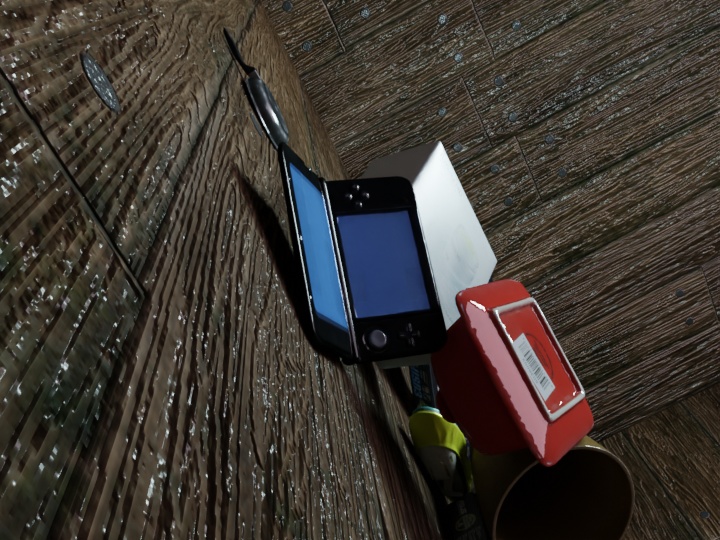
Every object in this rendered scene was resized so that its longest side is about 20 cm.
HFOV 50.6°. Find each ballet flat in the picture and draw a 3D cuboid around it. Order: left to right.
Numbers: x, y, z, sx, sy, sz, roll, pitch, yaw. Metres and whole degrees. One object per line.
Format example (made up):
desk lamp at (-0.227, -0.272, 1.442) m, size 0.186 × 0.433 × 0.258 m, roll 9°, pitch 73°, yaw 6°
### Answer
ballet flat at (0.113, 0.255, 1.015) m, size 0.201 × 0.065 × 0.068 m, roll 61°, pitch 27°, yaw -47°

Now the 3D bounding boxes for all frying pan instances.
frying pan at (-0.145, -0.257, 1.111) m, size 0.115 × 0.030 × 0.193 m, roll 58°, pitch 10°, yaw -62°

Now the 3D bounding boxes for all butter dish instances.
butter dish at (0.150, 0.129, 0.872) m, size 0.198 × 0.147 × 0.203 m, roll -7°, pitch 67°, yaw -58°

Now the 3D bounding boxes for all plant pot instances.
plant pot at (0.217, 0.259, 0.980) m, size 0.189 × 0.184 × 0.200 m, roll 61°, pitch -3°, yaw -22°

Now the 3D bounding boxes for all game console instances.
game console at (0.006, -0.019, 0.763) m, size 0.117 × 0.172 × 0.204 m, roll 127°, pitch -45°, yaw -65°

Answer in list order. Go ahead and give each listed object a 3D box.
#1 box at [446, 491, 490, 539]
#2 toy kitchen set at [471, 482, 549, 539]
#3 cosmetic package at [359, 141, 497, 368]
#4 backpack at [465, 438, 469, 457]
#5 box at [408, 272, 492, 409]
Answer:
box at (0.171, 0.396, 0.944) m, size 0.163 × 0.049 × 0.200 m, roll 59°, pitch 5°, yaw -10°
toy kitchen set at (0.244, 0.403, 1.114) m, size 0.164 × 0.179 × 0.201 m, roll 50°, pitch 31°, yaw -15°
cosmetic package at (0.065, -0.020, 0.982) m, size 0.201 × 0.121 × 0.201 m, roll 59°, pitch 41°, yaw -26°
backpack at (0.303, 0.400, 1.613) m, size 0.156 × 0.198 × 0.190 m, roll 58°, pitch 11°, yaw 2°
box at (0.144, 0.103, 1.170) m, size 0.049 × 0.198 × 0.203 m, roll 14°, pitch -50°, yaw 34°
